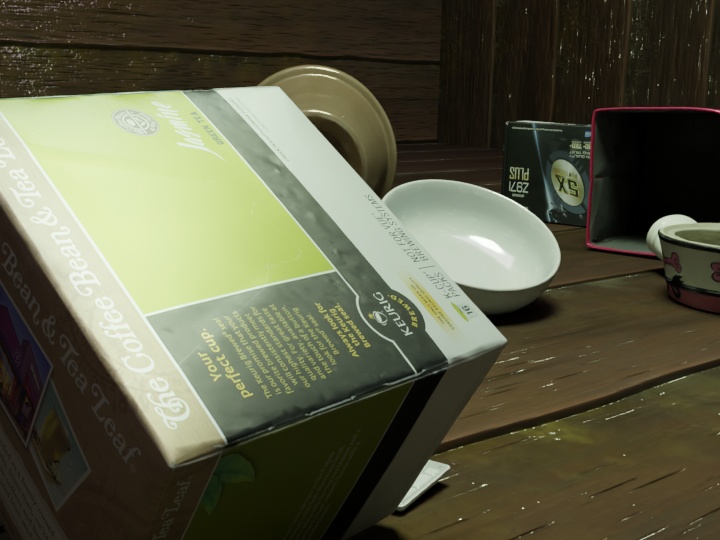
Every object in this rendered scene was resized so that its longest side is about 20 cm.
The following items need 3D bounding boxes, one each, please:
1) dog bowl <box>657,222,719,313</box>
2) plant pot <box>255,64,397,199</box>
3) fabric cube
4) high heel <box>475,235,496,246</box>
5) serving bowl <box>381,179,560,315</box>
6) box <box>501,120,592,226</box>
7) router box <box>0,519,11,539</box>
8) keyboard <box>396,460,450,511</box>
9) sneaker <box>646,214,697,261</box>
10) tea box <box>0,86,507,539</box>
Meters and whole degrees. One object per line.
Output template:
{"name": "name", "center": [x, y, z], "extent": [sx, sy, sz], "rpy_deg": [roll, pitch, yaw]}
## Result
{"name": "dog bowl", "center": [0.425, -0.001, 1.073], "extent": [0.195, 0.076, 0.200], "rpy_deg": [1, 12, 0]}
{"name": "plant pot", "center": [-0.052, -0.114, 1.045], "extent": [0.195, 0.205, 0.175], "rpy_deg": [1, 12, -3]}
{"name": "fabric cube", "center": [0.455, -0.130, 1.398], "extent": [0.193, 0.205, 0.198], "rpy_deg": [9, 13, 38]}
{"name": "high heel", "center": [0.061, -0.019, 1.169], "extent": [0.195, 0.073, 0.143], "rpy_deg": [-2, 0, -6]}
{"name": "serving bowl", "center": [0.107, -0.015, 1.030], "extent": [0.196, 0.067, 0.202], "rpy_deg": [10, 34, -6]}
{"name": "box", "center": [0.347, -0.168, 1.672], "extent": [0.197, 0.168, 0.086], "rpy_deg": [10, 14, 34]}
{"name": "router box", "center": [-0.178, 0.099, 0.528], "extent": [0.197, 0.052, 0.148], "rpy_deg": [-7, 12, -37]}
{"name": "keyboard", "center": [-0.042, 0.110, 0.605], "extent": [0.197, 0.011, 0.056], "rpy_deg": [9, 13, 35]}
{"name": "sneaker", "center": [0.461, -0.017, 1.221], "extent": [0.195, 0.076, 0.100], "rpy_deg": [0, 30, -7]}
{"name": "tea box", "center": [-0.077, 0.028, 0.456], "extent": [0.195, 0.135, 0.201], "rpy_deg": [-11, 50, -44]}
